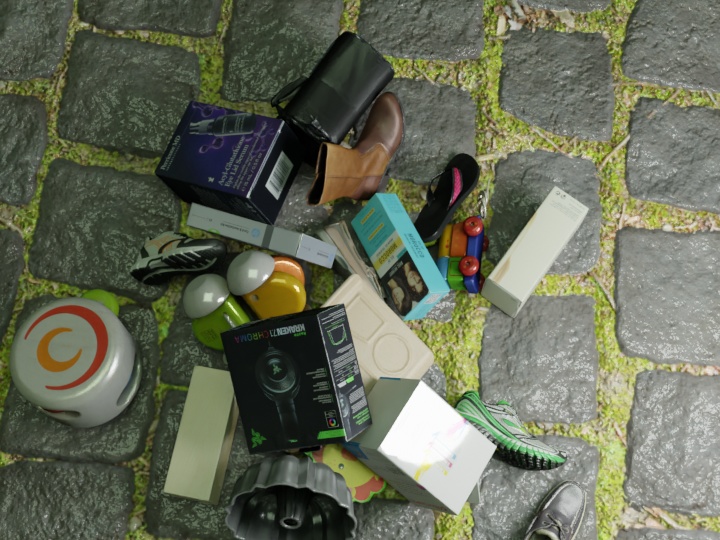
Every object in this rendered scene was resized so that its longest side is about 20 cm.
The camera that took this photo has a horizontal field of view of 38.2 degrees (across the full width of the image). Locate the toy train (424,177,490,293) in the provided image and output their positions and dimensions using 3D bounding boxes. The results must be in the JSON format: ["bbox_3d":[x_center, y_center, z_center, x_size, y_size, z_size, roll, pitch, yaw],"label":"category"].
[{"bbox_3d":[0.154,-0.064,1.747,0.115,0.085,0.202,1,68,17],"label":"toy train"}]

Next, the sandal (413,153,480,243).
[{"bbox_3d":[0.141,-0.131,1.745,0.075,0.045,0.201,2,49,39],"label":"sandal"}]

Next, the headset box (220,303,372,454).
[{"bbox_3d":[-0.093,0.166,1.526,0.173,0.093,0.202,-11,95,27],"label":"headset box"}]

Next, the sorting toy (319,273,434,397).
[{"bbox_3d":[-0.004,0.136,1.640,0.200,0.036,0.185,47,69,-9],"label":"sorting toy"}]

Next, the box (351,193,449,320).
[{"bbox_3d":[0.063,-0.024,1.703,0.049,0.082,0.201,-3,56,-43],"label":"box"}]

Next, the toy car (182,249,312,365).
[{"bbox_3d":[-0.176,0.047,1.666,0.199,0.175,0.150,-27,30,14],"label":"toy car"}]

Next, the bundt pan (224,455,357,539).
[{"bbox_3d":[-0.101,0.347,1.561,0.200,0.203,0.076,6,44,0],"label":"bundt pan"}]

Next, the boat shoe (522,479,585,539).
[{"bbox_3d":[0.291,0.412,1.607,0.072,0.065,0.200,36,75,10],"label":"boat shoe"}]

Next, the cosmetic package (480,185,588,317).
[{"bbox_3d":[0.287,-0.030,1.720,0.071,0.105,0.200,35,74,10],"label":"cosmetic package"}]

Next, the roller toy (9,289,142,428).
[{"bbox_3d":[-0.443,0.148,1.629,0.199,0.140,0.183,-28,65,-7],"label":"roller toy"}]

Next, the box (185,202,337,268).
[{"bbox_3d":[-0.156,-0.055,1.662,0.199,0.156,0.042,17,89,19],"label":"box"}]

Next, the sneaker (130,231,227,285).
[{"bbox_3d":[-0.294,-0.034,1.683,0.199,0.074,0.081,-9,56,35],"label":"sneaker"}]

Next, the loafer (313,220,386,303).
[{"bbox_3d":[0.000,0.000,1.724,0.063,0.072,0.200,-32,74,-18],"label":"loafer"}]

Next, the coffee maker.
[{"bbox_3d":[-0.036,-0.286,1.746,0.135,0.192,0.201,44,75,-31],"label":"coffee maker"}]

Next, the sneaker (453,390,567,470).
[{"bbox_3d":[0.239,0.253,1.648,0.199,0.078,0.086,27,66,2],"label":"sneaker"}]

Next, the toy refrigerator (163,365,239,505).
[{"bbox_3d":[-0.243,0.260,1.639,0.075,0.070,0.202,9,73,8],"label":"toy refrigerator"}]

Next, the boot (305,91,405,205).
[{"bbox_3d":[-0.013,-0.201,1.688,0.068,0.199,0.190,29,109,27],"label":"boot"}]

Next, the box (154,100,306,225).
[{"bbox_3d":[-0.214,-0.178,1.718,0.199,0.104,0.149,15,72,26],"label":"box"}]

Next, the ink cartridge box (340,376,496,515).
[{"bbox_3d":[0.095,0.272,1.581,0.200,0.128,0.126,42,69,-20],"label":"ink cartridge box"}]

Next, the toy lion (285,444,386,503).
[{"bbox_3d":[-0.021,0.260,1.652,0.191,0.069,0.201,30,74,0],"label":"toy lion"}]
